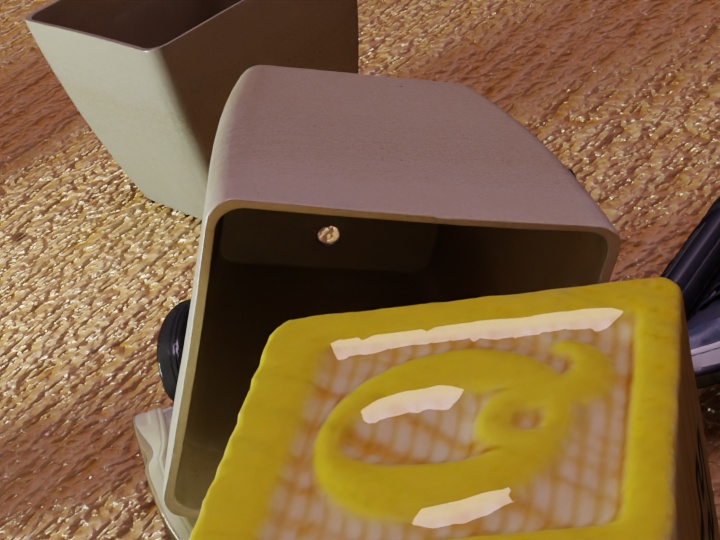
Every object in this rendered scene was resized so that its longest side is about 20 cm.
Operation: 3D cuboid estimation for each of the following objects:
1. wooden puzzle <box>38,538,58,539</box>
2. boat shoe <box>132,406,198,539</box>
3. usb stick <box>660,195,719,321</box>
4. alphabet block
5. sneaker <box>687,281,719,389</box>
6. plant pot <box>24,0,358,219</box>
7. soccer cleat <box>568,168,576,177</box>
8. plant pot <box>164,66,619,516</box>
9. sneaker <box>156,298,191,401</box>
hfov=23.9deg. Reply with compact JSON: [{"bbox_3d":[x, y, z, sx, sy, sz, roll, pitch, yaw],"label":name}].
[{"bbox_3d":[-0.250,0.228,0.868,0.184,0.047,0.201,-11,31,34],"label":"wooden puzzle"},{"bbox_3d":[-0.083,0.126,0.963,0.064,0.073,0.200,-21,23,-7],"label":"boat shoe"},{"bbox_3d":[0.204,0.007,1.054,0.200,0.033,0.056,-47,-4,-44],"label":"usb stick"},{"bbox_3d":[0.055,0.144,0.719,0.193,0.202,0.197,-8,29,14],"label":"alphabet block"},{"bbox_3d":[0.224,-0.022,0.981,0.201,0.147,0.077,-22,-9,-22],"label":"sneaker"},{"bbox_3d":[-0.115,-0.151,1.359,0.199,0.178,0.199,-33,32,-28],"label":"plant pot"},{"bbox_3d":[0.096,0.008,1.028,0.085,0.070,0.201,5,45,-13],"label":"soccer cleat"},{"bbox_3d":[0.000,0.000,0.907,0.197,0.201,0.178,4,37,-12],"label":"plant pot"},{"bbox_3d":[-0.048,0.030,1.101,0.103,0.061,0.200,-10,10,21],"label":"sneaker"}]
